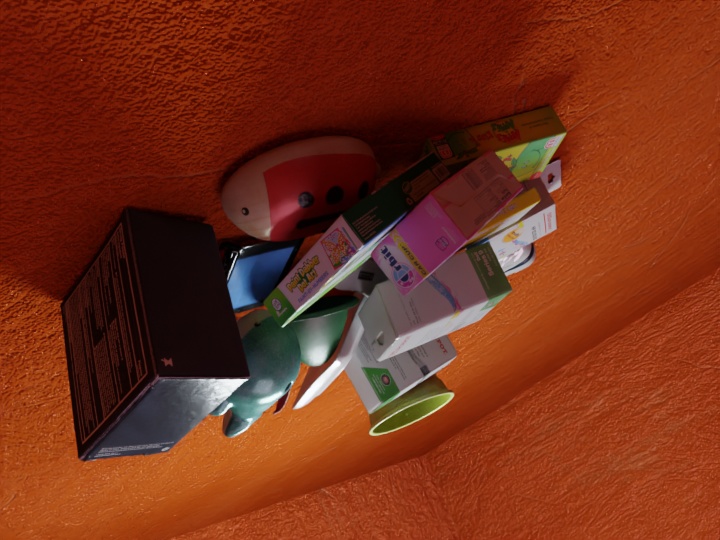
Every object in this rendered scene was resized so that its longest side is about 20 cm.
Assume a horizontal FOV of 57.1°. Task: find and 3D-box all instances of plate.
[{"bbox_3d":[-0.037,0.126,1.132,0.032,0.202,0.201,31,137,-8],"label":"plate"}]

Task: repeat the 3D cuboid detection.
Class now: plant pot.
[{"bbox_3d":[0.076,0.221,1.418,0.195,0.188,0.202,-20,158,-9],"label":"plant pot"}]

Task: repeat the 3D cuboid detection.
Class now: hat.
[{"bbox_3d":[-0.068,0.143,1.022,0.160,0.182,0.200,-11,-175,-9],"label":"hat"}]

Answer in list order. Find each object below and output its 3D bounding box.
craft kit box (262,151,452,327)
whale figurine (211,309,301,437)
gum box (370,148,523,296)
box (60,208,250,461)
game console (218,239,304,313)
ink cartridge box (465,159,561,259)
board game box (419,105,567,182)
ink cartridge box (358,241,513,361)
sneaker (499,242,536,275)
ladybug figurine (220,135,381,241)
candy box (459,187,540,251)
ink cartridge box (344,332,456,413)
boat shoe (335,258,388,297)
[{"bbox_3d":[-0.003,-0.037,0.791,0.199,0.049,0.198,-39,174,-45],"label":"craft kit box"},{"bbox_3d":[-0.139,0.153,0.893,0.158,0.102,0.204,-38,150,-47],"label":"whale figurine"},{"bbox_3d":[0.110,-0.063,0.792,0.113,0.067,0.199,-44,175,40],"label":"gum box"},{"bbox_3d":[-0.240,0.078,0.755,0.121,0.205,0.198,7,142,-44],"label":"box"},{"bbox_3d":[-0.162,0.055,0.916,0.115,0.177,0.201,14,144,-16],"label":"game console"},{"bbox_3d":[0.259,-0.088,1.097,0.196,0.069,0.115,-29,157,9],"label":"ink cartridge box"},{"bbox_3d":[0.172,-0.151,0.899,0.194,0.049,0.102,-18,156,-18],"label":"board game box"},{"bbox_3d":[0.107,0.050,0.996,0.195,0.089,0.146,-22,165,-18],"label":"ink cartridge box"},{"bbox_3d":[0.233,-0.011,1.250,0.198,0.078,0.080,-38,143,17],"label":"sneaker"},{"bbox_3d":[-0.061,-0.088,0.762,0.195,0.073,0.137,-19,156,-16],"label":"ladybug figurine"},{"bbox_3d":[0.163,-0.056,0.971,0.196,0.027,0.102,-27,174,-11],"label":"candy box"},{"bbox_3d":[0.069,0.159,1.287,0.196,0.149,0.083,-24,164,-28],"label":"ink cartridge box"},{"bbox_3d":[0.000,0.000,1.030,0.198,0.063,0.072,20,97,-52],"label":"boat shoe"}]
